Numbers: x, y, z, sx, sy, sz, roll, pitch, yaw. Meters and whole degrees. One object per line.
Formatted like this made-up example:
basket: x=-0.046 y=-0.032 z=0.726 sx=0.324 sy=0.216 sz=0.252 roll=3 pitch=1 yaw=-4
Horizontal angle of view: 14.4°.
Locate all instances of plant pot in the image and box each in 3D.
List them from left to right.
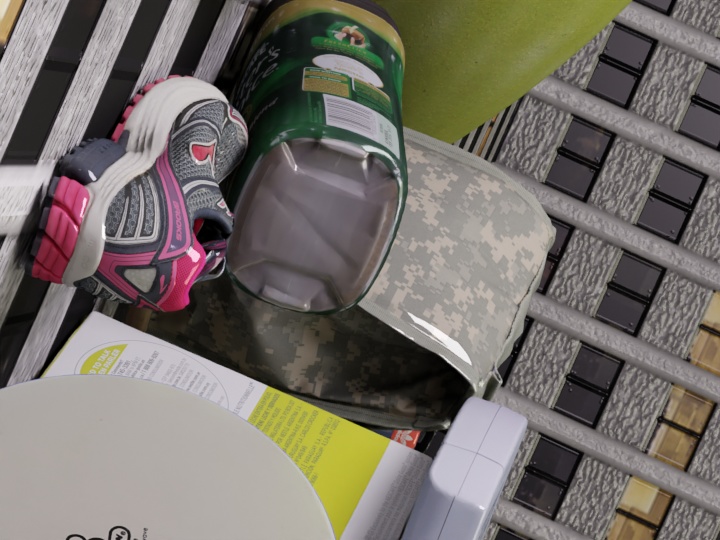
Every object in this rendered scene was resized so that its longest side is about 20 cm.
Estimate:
plant pot: x=0.064 y=-0.174 z=1.705 sx=0.200 sy=0.187 sz=0.187 roll=-55 pitch=-179 yaw=32

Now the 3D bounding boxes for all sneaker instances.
sneaker: x=-0.088 y=-0.028 z=1.305 sx=0.200 sy=0.074 sz=0.081 roll=-55 pitch=168 yaw=-65
sneaker: x=0.047 y=0.176 z=3.292 sx=0.200 sy=0.084 sz=0.075 roll=-38 pitch=152 yaw=-78

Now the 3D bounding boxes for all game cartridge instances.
game cartridge: x=0.041 y=0.132 z=1.399 sx=0.200 sy=0.041 sz=0.134 roll=-42 pitch=149 yaw=-79

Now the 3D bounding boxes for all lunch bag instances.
lunch bag: x=0.000 y=0.000 z=1.597 sx=0.164 sy=0.199 sz=0.118 roll=-60 pitch=172 yaw=-50

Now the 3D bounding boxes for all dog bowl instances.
dog bowl: x=-0.109 y=0.142 z=1.189 sx=0.079 sy=0.199 sz=0.200 roll=105 pitch=11 yaw=-46

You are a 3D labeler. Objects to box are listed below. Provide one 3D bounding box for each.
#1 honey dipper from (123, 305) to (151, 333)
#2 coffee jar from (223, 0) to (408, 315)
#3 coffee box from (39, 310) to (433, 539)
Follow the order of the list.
honey dipper: x=-0.107 y=-0.003 z=1.455 sx=0.038 sy=0.038 sz=0.201 roll=-54 pitch=162 yaw=-64
coffee jar: x=-0.023 y=-0.068 z=1.472 sx=0.200 sy=0.085 sz=0.105 roll=-89 pitch=-161 yaw=-62
coffee box: x=-0.104 y=0.178 z=1.389 sx=0.200 sy=0.197 sz=0.200 roll=-60 pitch=171 yaw=-57
